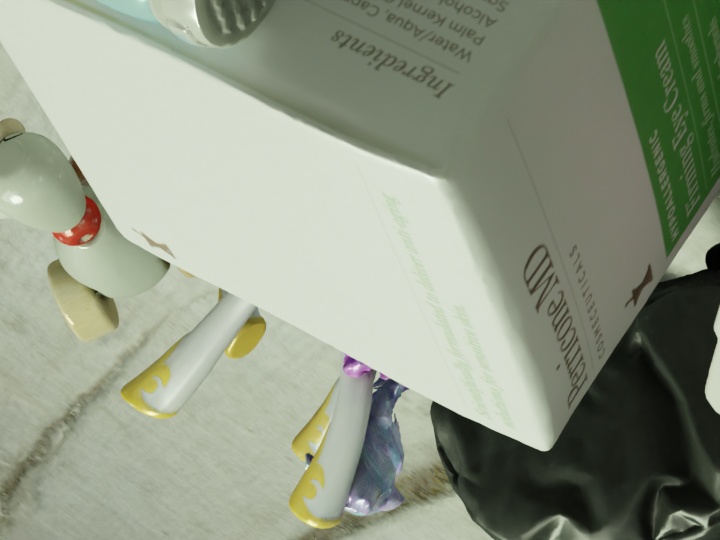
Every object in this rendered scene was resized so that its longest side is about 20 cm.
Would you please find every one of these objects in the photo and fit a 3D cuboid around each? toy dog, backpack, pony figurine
[{"bbox_3d":[-0.146,-0.044,1.487,0.200,0.132,0.096,94,151,-62],"label":"toy dog"},{"bbox_3d":[0.138,0.067,1.067,0.167,0.127,0.200,-13,166,30],"label":"backpack"},{"bbox_3d":[0.000,0.000,1.175,0.193,0.200,0.166,32,-155,30],"label":"pony figurine"}]

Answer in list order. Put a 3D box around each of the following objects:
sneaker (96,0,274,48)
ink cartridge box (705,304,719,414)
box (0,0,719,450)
[{"bbox_3d":[-0.050,-0.168,0.798,0.082,0.200,0.074,19,-171,24],"label":"sneaker"},{"bbox_3d":[0.167,-0.001,0.754,0.116,0.067,0.200,37,152,17],"label":"ink cartridge box"},{"bbox_3d":[0.009,-0.085,0.933,0.200,0.171,0.199,27,162,25],"label":"box"}]
